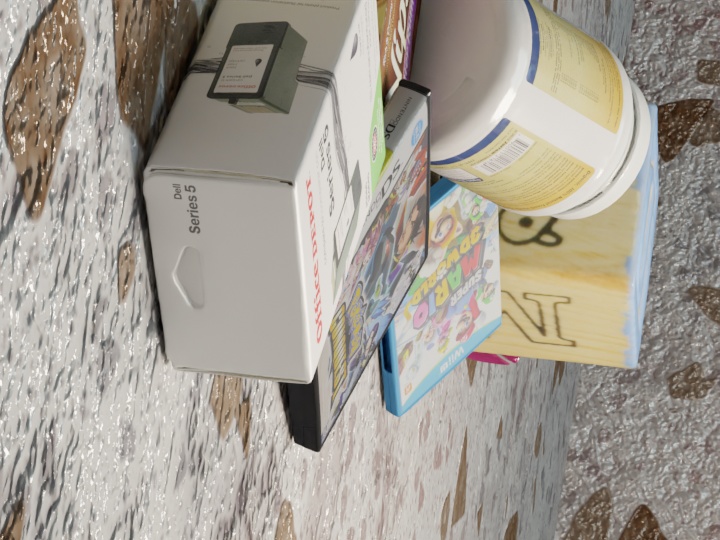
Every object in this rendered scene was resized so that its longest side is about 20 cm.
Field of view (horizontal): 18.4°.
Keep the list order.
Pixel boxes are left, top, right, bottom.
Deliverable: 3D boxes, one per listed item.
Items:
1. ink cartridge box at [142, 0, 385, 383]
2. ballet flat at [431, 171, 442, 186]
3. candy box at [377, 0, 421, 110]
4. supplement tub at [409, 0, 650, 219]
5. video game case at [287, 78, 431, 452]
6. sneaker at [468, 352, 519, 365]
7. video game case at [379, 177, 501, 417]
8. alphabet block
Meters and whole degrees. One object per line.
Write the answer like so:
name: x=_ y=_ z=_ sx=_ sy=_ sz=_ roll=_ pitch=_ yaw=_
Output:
ink cartridge box: x=-0.047 y=-0.059 z=1.213 sx=0.201 sy=0.083 sz=0.146 roll=-73 pitch=165 yaw=-46
ballet flat: x=0.068 y=-0.059 z=1.907 sx=0.067 sy=0.046 sz=0.202 roll=45 pitch=52 yaw=-67
candy box: x=0.007 y=-0.191 z=1.504 sx=0.117 sy=0.056 sz=0.202 roll=59 pitch=37 yaw=-72
supplement tub: x=0.109 y=-0.123 z=1.613 sx=0.199 sy=0.144 sz=0.146 roll=24 pitch=69 yaw=-48
video game case: x=0.000 y=0.000 z=1.493 sx=0.201 sy=0.025 sz=0.181 roll=87 pitch=28 yaw=-57
sneaker: x=0.139 y=0.004 z=2.260 sx=0.201 sy=0.081 sz=0.089 roll=95 pitch=6 yaw=-50
video game case: x=0.066 y=0.011 z=1.844 sx=0.143 sy=0.018 sz=0.201 roll=-41 pitch=144 yaw=-31
alphabet block: x=0.165 y=-0.039 z=2.034 sx=0.197 sy=0.198 sz=0.197 roll=75 pitch=22 yaw=-62
